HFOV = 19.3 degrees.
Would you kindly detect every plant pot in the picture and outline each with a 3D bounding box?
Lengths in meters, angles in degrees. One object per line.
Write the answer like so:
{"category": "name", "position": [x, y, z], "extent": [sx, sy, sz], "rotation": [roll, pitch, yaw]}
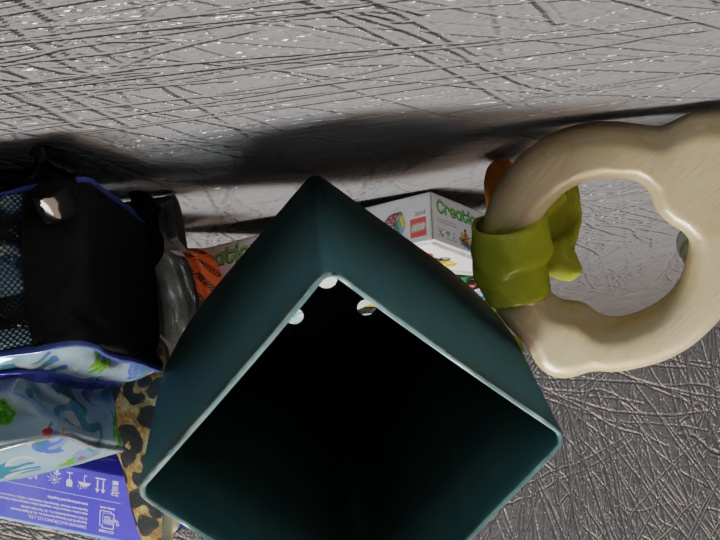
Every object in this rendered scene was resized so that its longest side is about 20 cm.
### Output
{"category": "plant pot", "position": [-0.012, 0.045, 1.043], "extent": [0.141, 0.141, 0.200], "rotation": [35, -163, -19]}

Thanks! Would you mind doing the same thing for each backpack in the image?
{"category": "backpack", "position": [-0.206, 0.030, 0.995], "extent": [0.200, 0.147, 0.183], "rotation": [-3, 174, 8]}

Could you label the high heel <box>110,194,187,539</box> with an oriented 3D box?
{"category": "high heel", "position": [-0.158, 0.059, 1.110], "extent": [0.142, 0.200, 0.071], "rotation": [-8, 155, 6]}

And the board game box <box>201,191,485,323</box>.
{"category": "board game box", "position": [0.000, 0.000, 1.326], "extent": [0.200, 0.035, 0.126], "rotation": [-13, 160, 35]}

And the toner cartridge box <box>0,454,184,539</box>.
{"category": "toner cartridge box", "position": [-0.195, 0.116, 1.272], "extent": [0.200, 0.043, 0.095], "rotation": [9, -167, 17]}

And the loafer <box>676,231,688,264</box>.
{"category": "loafer", "position": [0.289, -0.006, 1.545], "extent": [0.075, 0.070, 0.200], "rotation": [-4, 175, -14]}

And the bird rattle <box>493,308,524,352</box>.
{"category": "bird rattle", "position": [0.046, 0.045, 1.727], "extent": [0.200, 0.113, 0.163], "rotation": [-5, -178, 29]}

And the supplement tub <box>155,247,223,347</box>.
{"category": "supplement tub", "position": [-0.185, 0.037, 1.249], "extent": [0.200, 0.123, 0.122], "rotation": [-3, 175, -28]}

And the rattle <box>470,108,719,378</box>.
{"category": "rattle", "position": [0.156, -0.039, 1.038], "extent": [0.200, 0.130, 0.143], "rotation": [-34, 178, 16]}
